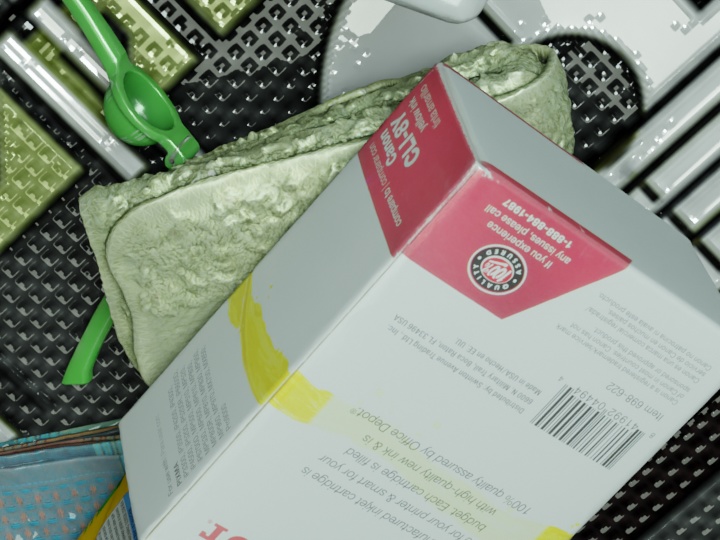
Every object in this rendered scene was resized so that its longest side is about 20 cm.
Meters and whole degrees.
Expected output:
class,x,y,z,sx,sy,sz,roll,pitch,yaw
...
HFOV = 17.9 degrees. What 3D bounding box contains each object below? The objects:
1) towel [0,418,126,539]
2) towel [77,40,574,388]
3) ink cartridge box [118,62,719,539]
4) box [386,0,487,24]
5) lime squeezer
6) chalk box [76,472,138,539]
class,x,y,z,sx,sy,sz,roll,pitch,yaw
towel,-0.133,0.166,0.998,0.146,0.022,0.201,-10,109,4
towel,0.000,0.000,0.908,0.199,0.037,0.149,-19,123,0
ink cartridge box,0.023,0.046,0.870,0.145,0.084,0.200,32,111,-29
box,-0.009,-0.218,0.767,0.170,0.199,0.201,19,108,-7
lime squeezer,-0.097,-0.049,0.921,0.070,0.038,0.201,7,114,31
chalk box,-0.040,0.195,0.939,0.199,0.124,0.124,32,99,-22
